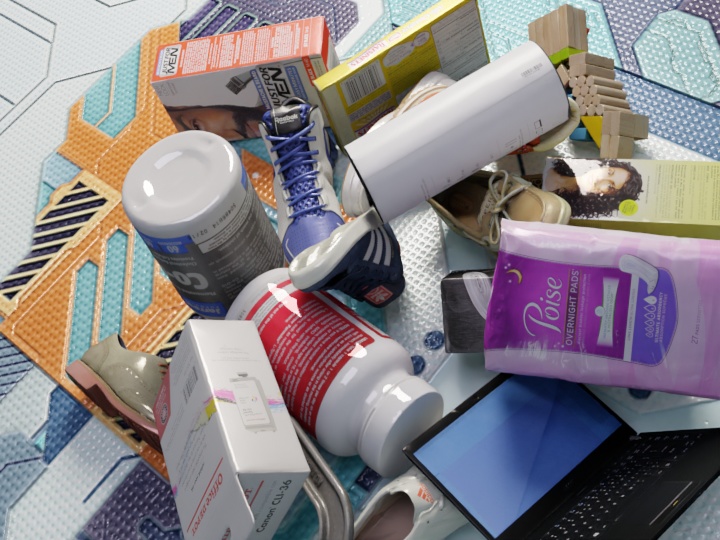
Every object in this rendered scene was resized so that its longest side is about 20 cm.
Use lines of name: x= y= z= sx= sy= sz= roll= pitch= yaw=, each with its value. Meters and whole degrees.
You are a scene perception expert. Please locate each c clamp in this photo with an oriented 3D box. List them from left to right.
c clamp: x=-0.069 y=0.224 z=0.819 sx=0.172 sy=0.027 sz=0.201 roll=-61 pitch=39 yaw=21

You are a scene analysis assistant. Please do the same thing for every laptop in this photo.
laptop: x=0.166 y=0.133 z=0.763 sx=0.176 sy=0.199 sz=0.104 roll=-32 pitch=95 yaw=-30

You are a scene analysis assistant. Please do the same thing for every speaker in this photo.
speaker: x=0.086 y=-0.123 z=0.893 sx=0.198 sy=0.082 sz=0.082 roll=-30 pitch=53 yaw=1

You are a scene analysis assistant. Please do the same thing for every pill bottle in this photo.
pill bottle: x=-0.136 y=-0.025 z=0.938 sx=0.112 sy=0.201 sz=0.115 roll=-8 pitch=53 yaw=11
pill bottle: x=-0.025 y=0.091 z=0.881 sx=0.199 sy=0.113 sz=0.112 roll=34 pitch=71 yaw=33

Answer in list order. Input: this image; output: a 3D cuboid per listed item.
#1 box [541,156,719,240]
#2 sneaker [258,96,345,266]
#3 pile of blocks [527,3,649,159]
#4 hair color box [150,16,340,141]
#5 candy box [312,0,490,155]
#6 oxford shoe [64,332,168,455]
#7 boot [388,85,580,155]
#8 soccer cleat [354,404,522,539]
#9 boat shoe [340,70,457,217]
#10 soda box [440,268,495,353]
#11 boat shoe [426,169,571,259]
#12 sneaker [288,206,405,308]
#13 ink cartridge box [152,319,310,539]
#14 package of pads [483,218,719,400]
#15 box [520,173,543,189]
box: x=0.264 y=-0.059 z=0.903 sx=0.196 sy=0.050 sz=0.076 roll=3 pitch=59 yaw=18
sneaker: x=-0.067 y=-0.104 z=1.023 sx=0.079 sy=0.116 sz=0.202 roll=-13 pitch=54 yaw=9
pile of blocks: x=0.238 y=-0.186 z=1.029 sx=0.061 sy=0.082 sz=0.203 roll=3 pitch=56 yaw=-34
hair color box: x=-0.122 y=-0.209 z=1.114 sx=0.196 sy=0.111 sz=0.065 roll=-6 pitch=55 yaw=14
candy box: x=0.049 y=-0.215 z=1.071 sx=0.198 sy=0.103 sz=0.027 roll=-33 pitch=53 yaw=-7
oxford shoe: x=-0.201 y=0.118 z=0.944 sx=0.198 sy=0.071 sz=0.074 roll=29 pitch=66 yaw=31
boot: x=0.120 y=-0.142 z=0.966 sx=0.197 sy=0.076 sz=0.107 roll=-20 pitch=28 yaw=-25
soccer cleat: x=0.062 y=0.183 z=0.813 sx=0.200 sy=0.078 sz=0.069 roll=-43 pitch=56 yaw=-14
boat shoe: x=0.055 y=-0.129 z=1.029 sx=0.069 sy=0.071 sz=0.201 roll=25 pitch=65 yaw=29
soda box: x=0.172 y=0.032 z=0.866 sx=0.196 sy=0.063 sz=0.072 roll=-3 pitch=96 yaw=15
boat shoe: x=0.116 y=-0.056 z=0.914 sx=0.074 sy=0.062 sz=0.199 roll=-63 pitch=27 yaw=-4
sneaker: x=0.000 y=0.000 z=0.901 sx=0.074 sy=0.200 sz=0.085 roll=-28 pitch=94 yaw=23
ink cartridge box: x=-0.105 y=0.152 z=0.804 sx=0.066 sy=0.117 sz=0.202 roll=4 pitch=42 yaw=-31
package of pads: x=0.200 y=0.029 z=0.786 sx=0.196 sy=0.076 sz=0.123 roll=7 pitch=95 yaw=14
box: x=0.234 y=-0.026 z=0.935 sx=0.196 sy=0.021 sz=0.166 roll=-3 pitch=57 yaw=15
